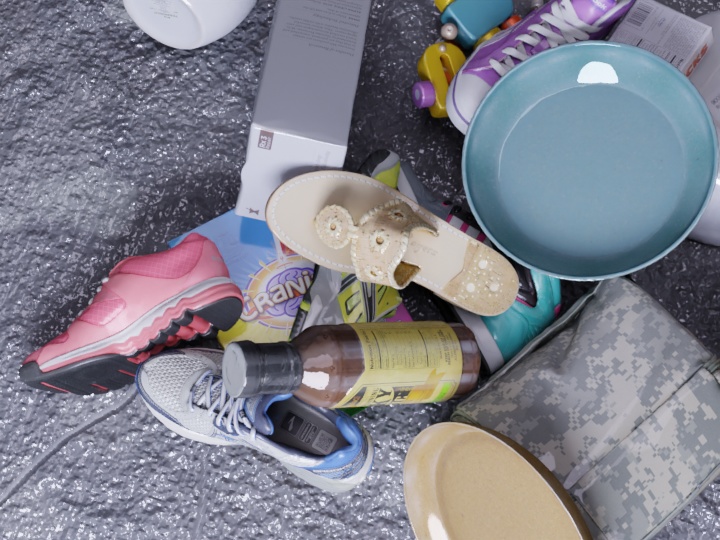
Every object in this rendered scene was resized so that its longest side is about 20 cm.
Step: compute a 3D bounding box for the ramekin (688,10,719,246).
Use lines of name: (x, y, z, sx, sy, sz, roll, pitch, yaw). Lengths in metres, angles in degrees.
ramekin: (0.330, -0.130, 1.087, 0.200, 0.098, 0.201, 0, 72, -1)

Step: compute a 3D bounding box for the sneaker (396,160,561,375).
sneaker: (0.107, -0.026, 1.054, 0.120, 0.084, 0.200, -28, 79, -7)

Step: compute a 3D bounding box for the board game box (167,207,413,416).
board game box: (-0.051, 0.031, 1.054, 0.153, 0.040, 0.200, -28, 75, -10)

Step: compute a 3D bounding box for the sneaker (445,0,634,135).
sneaker: (0.156, -0.197, 1.050, 0.073, 0.114, 0.200, 46, 66, 1)

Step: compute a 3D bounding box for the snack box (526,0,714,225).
snack box: (0.207, -0.132, 1.036, 0.072, 0.024, 0.200, 33, 84, 28)

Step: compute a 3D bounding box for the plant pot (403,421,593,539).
plant pot: (0.109, 0.200, 0.932, 0.027, 0.200, 0.200, -25, 73, -34)

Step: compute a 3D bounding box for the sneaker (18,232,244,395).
sneaker: (-0.191, 0.036, 1.025, 0.200, 0.074, 0.087, -25, 64, 9)

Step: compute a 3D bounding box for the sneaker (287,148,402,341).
sneaker: (0.000, 0.000, 1.013, 0.076, 0.075, 0.201, 19, 83, -3)

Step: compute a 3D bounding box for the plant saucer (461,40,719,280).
plant saucer: (0.181, -0.084, 0.993, 0.199, 0.036, 0.201, -4, 73, 13)

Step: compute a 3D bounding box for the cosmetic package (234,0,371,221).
cosmetic package: (-0.046, -0.145, 1.041, 0.081, 0.113, 0.201, 11, 53, -6)

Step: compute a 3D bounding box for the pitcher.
pitcher: (-0.153, -0.303, 1.132, 0.171, 0.121, 0.200, 13, 60, 23)

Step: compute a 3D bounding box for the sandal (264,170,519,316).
sandal: (0.035, -0.020, 0.947, 0.211, 0.070, 0.078, 22, 88, -16)

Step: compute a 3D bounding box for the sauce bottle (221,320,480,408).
sauce bottle: (-0.006, 0.070, 0.933, 0.199, 0.065, 0.065, 0, 70, -29)

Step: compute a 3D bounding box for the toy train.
toy train: (0.119, -0.171, 1.122, 0.150, 0.056, 0.201, 16, 67, -12)

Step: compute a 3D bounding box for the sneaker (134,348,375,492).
sneaker: (-0.081, 0.103, 0.963, 0.199, 0.085, 0.077, 19, 72, 5)

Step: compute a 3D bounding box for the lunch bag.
lunch bag: (0.188, 0.116, 0.979, 0.200, 0.139, 0.168, -39, 83, -11)
